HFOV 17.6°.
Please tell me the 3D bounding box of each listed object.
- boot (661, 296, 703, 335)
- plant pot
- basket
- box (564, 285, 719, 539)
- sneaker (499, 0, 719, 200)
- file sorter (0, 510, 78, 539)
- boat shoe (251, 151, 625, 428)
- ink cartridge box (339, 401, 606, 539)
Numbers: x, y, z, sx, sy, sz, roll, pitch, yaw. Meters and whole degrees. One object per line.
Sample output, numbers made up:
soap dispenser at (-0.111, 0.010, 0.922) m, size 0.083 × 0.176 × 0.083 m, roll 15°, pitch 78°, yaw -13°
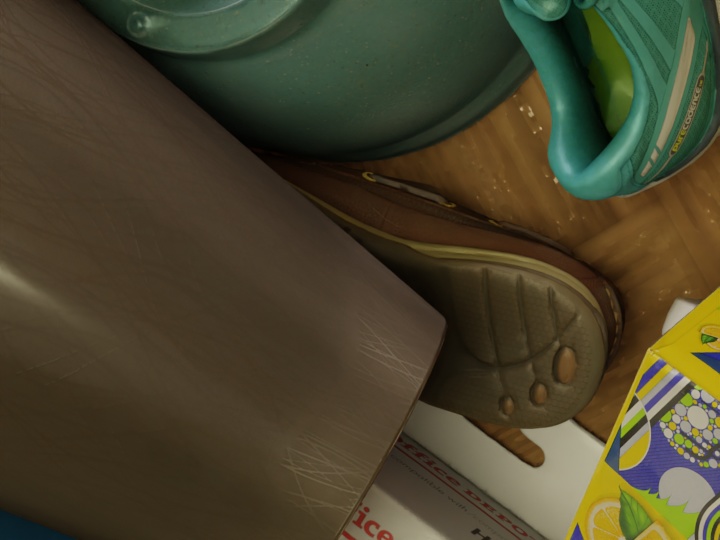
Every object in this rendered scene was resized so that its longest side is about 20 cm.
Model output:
boot at (0.180, 0.084, 0.771) m, size 0.199 × 0.073 × 0.091 m, roll 25°, pitch 99°, yaw 18°
plant pot at (-0.032, -0.135, 0.807) m, size 0.199 × 0.134 × 0.202 m, roll 2°, pitch 96°, yaw 23°
basket at (-0.085, 0.014, 0.756) m, size 0.199 × 0.136 × 0.181 m, roll 32°, pitch 95°, yaw -3°
box at (0.105, 0.103, 0.767) m, size 0.070 × 0.064 × 0.201 m, roll 37°, pitch 134°, yaw 22°
sneaker at (0.077, -0.116, 0.753) m, size 0.077 × 0.080 × 0.201 m, roll 10°, pitch 124°, yaw 45°
file sorter at (-0.155, 0.111, 0.830) m, size 0.138 × 0.200 × 0.123 m, roll 17°, pitch 110°, yaw -14°
boat shoe at (0.000, 0.000, 0.841) m, size 0.199 × 0.068 × 0.072 m, roll 18°, pitch 113°, yaw 16°
ink cartridge box at (0.002, 0.129, 0.855) m, size 0.116 × 0.067 × 0.201 m, roll 35°, pitch 107°, yaw 16°
